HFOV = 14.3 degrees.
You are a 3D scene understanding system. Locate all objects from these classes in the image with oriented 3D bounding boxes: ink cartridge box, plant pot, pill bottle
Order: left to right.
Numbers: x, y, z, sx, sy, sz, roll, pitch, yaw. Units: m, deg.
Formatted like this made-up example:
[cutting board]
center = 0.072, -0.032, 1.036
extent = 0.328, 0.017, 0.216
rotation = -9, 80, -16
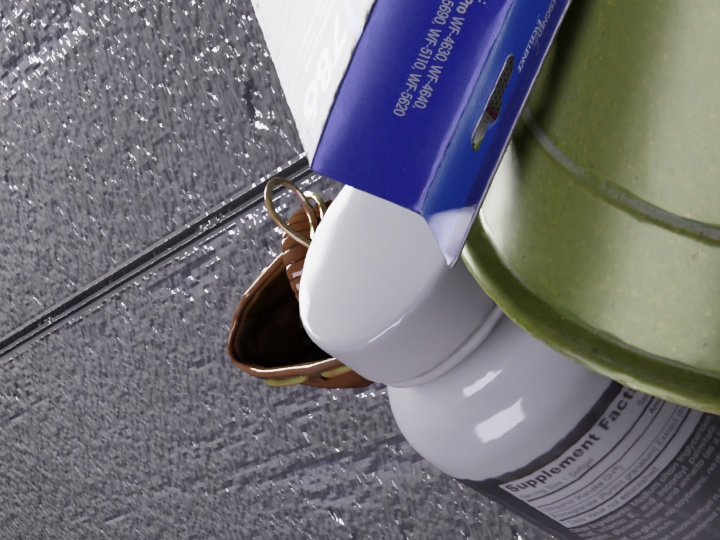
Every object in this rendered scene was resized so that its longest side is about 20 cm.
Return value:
[ink cartridge box]
center = 0.005, -0.099, 0.867
extent = 0.200, 0.039, 0.100
rotation = -113, 39, -51
[pill bottle]
center = 0.080, 0.035, 0.959
extent = 0.200, 0.111, 0.111
rotation = 33, 167, -30
[plant pot]
center = 0.130, -0.090, 0.812
extent = 0.200, 0.200, 0.190
rotation = 34, 134, 39

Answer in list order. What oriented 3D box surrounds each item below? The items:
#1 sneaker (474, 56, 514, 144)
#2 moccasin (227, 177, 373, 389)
[sneaker]
center = 0.067, -0.129, 0.914
extent = 0.088, 0.081, 0.200
rotation = 24, 114, 37
[moccasin]
center = 0.000, -0.002, 1.094
extent = 0.201, 0.078, 0.074
rotation = 149, 110, -64
